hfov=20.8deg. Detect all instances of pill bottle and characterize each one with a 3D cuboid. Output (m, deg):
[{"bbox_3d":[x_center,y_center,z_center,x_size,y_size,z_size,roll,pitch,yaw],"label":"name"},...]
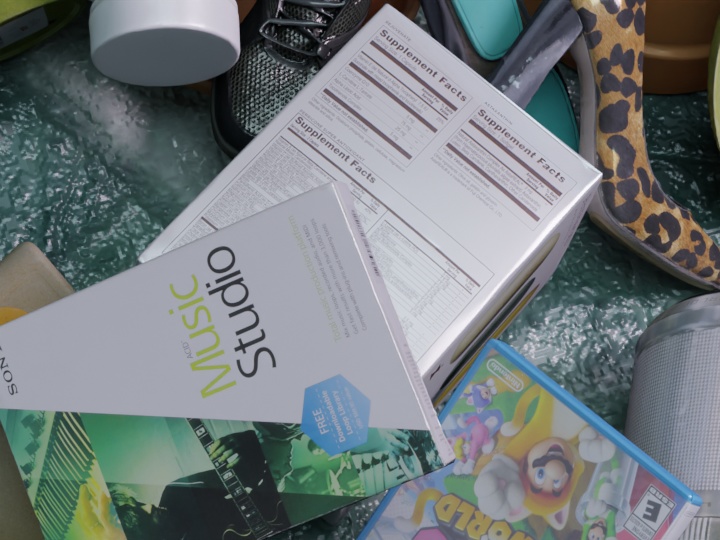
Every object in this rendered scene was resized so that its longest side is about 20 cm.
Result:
[{"bbox_3d":[-0.112,-0.210,1.089,0.111,0.111,0.201,-3,73,-7],"label":"pill bottle"}]

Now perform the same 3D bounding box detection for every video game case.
[{"bbox_3d":[0.062,0.155,0.990,0.143,0.018,0.201,38,100,33],"label":"video game case"}]

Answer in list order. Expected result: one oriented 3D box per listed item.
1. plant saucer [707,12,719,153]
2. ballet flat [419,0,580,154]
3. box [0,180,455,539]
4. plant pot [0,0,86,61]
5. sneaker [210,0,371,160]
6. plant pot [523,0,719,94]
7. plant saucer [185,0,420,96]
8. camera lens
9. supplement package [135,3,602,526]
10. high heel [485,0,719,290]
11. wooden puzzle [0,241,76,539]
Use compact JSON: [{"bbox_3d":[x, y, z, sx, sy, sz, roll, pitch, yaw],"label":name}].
[{"bbox_3d":[0.270,-0.129,1.140,0.200,0.201,0.031,-36,35,-19],"label":"plant saucer"},{"bbox_3d":[0.076,-0.120,1.146,0.073,0.073,0.201,-27,109,-16],"label":"ballet flat"},{"bbox_3d":[-0.072,0.061,0.935,0.199,0.036,0.145,-24,84,12],"label":"box"},{"bbox_3d":[-0.243,-0.222,1.125,0.186,0.187,0.201,-26,88,-15],"label":"plant pot"},{"bbox_3d":[-0.028,-0.157,1.100,0.076,0.114,0.200,26,69,7],"label":"sneaker"},{"bbox_3d":[0.187,-0.227,1.175,0.199,0.140,0.201,2,66,-4],"label":"plant pot"},{"bbox_3d":[-0.059,-0.186,1.189,0.199,0.037,0.201,2,67,-6],"label":"plant saucer"},{"bbox_3d":[0.213,0.120,1.020,0.159,0.160,0.201,12,67,-1],"label":"camera lens"},{"bbox_3d":[0.000,0.000,1.053,0.150,0.152,0.200,39,69,10],"label":"supplement package"},{"bbox_3d":[0.172,-0.087,1.113,0.200,0.071,0.143,37,92,-17],"label":"high heel"},{"bbox_3d":[-0.190,0.103,1.006,0.185,0.046,0.200,-43,65,-3],"label":"wooden puzzle"}]
